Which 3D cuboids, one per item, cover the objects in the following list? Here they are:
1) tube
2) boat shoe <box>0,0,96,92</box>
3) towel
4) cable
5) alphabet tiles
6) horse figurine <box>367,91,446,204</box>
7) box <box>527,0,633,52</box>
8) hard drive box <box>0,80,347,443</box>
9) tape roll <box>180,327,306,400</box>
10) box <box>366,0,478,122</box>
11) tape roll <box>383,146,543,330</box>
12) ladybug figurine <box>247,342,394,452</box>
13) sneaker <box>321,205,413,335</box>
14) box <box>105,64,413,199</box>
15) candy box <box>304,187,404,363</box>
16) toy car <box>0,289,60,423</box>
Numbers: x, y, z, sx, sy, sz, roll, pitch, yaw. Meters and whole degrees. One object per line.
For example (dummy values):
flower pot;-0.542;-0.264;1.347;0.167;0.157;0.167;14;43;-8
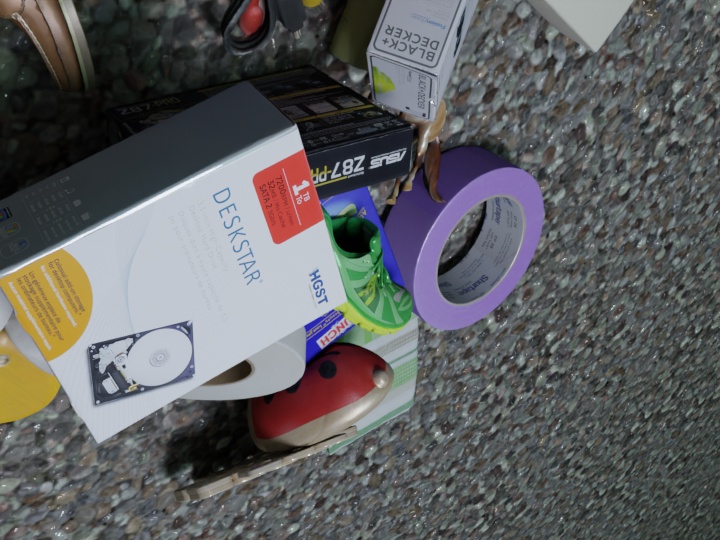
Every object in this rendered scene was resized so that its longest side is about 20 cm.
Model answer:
tube;0.030;-0.273;0.804;0.052;0.058;0.201;4;121;-36
boat shoe;-0.236;-0.202;0.614;0.068;0.072;0.201;-27;129;-16
towel;0.007;0.122;1.151;0.148;0.031;0.201;-25;135;-28
cable;-0.075;-0.229;0.702;0.096;0.051;0.200;-27;161;-6
alphabet tiles;-0.102;0.212;1.033;0.199;0.015;0.195;-17;175;-32
horse figurine;0.049;-0.147;0.905;0.133;0.049;0.200;-68;154;-21
box;0.190;-0.299;0.914;0.199;0.068;0.082;24;105;-50
hard drive box;-0.124;-0.006;0.620;0.199;0.077;0.157;-30;133;-15
tape roll;-0.148;0.071;0.854;0.201;0.037;0.203;1;155;0
box;0.068;-0.237;0.767;0.117;0.060;0.202;66;44;-82
tape roll;0.116;-0.035;1.062;0.199;0.066;0.202;-25;133;-30
ladybug figurine;-0.050;0.129;1.008;0.199;0.072;0.136;-24;-164;36
sneaker;0.000;0.000;0.873;0.084;0.074;0.200;-49;141;7
box;-0.082;-0.105;0.757;0.199;0.161;0.049;-20;130;-30
candy box;-0.060;-0.010;0.929;0.169;0.077;0.201;-38;140;-12
toy car;-0.308;0.033;0.682;0.174;0.151;0.200;-35;147;9
